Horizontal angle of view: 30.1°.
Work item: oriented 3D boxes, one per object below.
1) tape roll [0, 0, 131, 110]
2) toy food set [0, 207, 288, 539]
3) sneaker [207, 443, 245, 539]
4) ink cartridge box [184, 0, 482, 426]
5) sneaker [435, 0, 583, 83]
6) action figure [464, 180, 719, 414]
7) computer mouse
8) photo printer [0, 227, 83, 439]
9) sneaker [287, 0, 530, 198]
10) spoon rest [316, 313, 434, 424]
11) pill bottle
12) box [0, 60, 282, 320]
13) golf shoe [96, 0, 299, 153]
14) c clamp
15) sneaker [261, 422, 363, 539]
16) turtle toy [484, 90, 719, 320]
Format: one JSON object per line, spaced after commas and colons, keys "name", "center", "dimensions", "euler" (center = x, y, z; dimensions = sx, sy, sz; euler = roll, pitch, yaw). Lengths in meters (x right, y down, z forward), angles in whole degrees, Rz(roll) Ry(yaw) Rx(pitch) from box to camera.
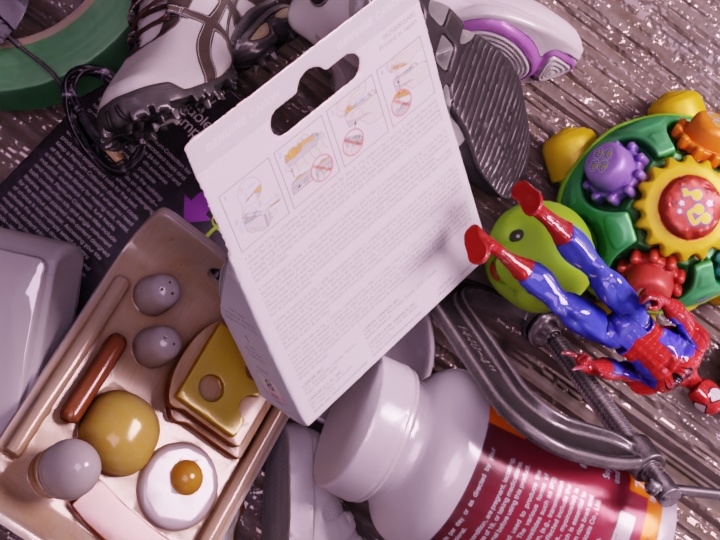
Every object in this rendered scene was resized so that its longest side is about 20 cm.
{"name": "tape roll", "center": [-0.213, -0.201, 0.819], "dimensions": [0.199, 0.048, 0.202], "euler": [0, 81, 2]}
{"name": "toy food set", "center": [-0.107, 0.084, 0.754], "dimensions": [0.143, 0.060, 0.200], "euler": [38, 64, -18]}
{"name": "sneaker", "center": [-0.115, 0.184, 0.826], "dimensions": [0.087, 0.076, 0.201], "euler": [-2, 79, 1]}
{"name": "ink cartridge box", "center": [-0.014, -0.038, 0.726], "dimensions": [0.162, 0.057, 0.201], "euler": [-41, 130, -23]}
{"name": "sneaker", "center": [0.054, -0.184, 0.844], "dimensions": [0.199, 0.075, 0.100], "euler": [20, 63, -15]}
{"name": "action figure", "center": [0.147, 0.029, 0.778], "dimensions": [0.200, 0.052, 0.065], "euler": [36, 107, -28]}
{"name": "computer mouse", "center": [-0.197, -0.129, 0.768], "dimensions": [0.200, 0.034, 0.059], "euler": [42, 84, 6]}
{"name": "photo printer", "center": [-0.273, 0.045, 0.789], "dimensions": [0.199, 0.069, 0.167], "euler": [13, 96, 10]}
{"name": "sneaker", "center": [0.032, -0.113, 0.813], "dimensions": [0.200, 0.088, 0.074], "euler": [45, 57, -41]}
{"name": "spoon rest", "center": [0.000, 0.000, 0.842], "dimensions": [0.099, 0.061, 0.201], "euler": [3, 87, -5]}
{"name": "pill bottle", "center": [0.079, 0.129, 0.803], "dimensions": [0.199, 0.113, 0.113], "euler": [26, 86, -15]}
{"name": "box", "center": [-0.141, -0.034, 0.835], "dimensions": [0.143, 0.036, 0.200], "euler": [43, 87, 6]}
{"name": "golf shoe", "center": [-0.107, -0.134, 0.752], "dimensions": [0.078, 0.200, 0.095], "euler": [-23, 106, 26]}
{"name": "c clamp", "center": [0.122, 0.070, 0.806], "dimensions": [0.170, 0.200, 0.027], "euler": [11, 120, -38]}
{"name": "sneaker", "center": [0.001, 0.192, 0.838], "dimensions": [0.115, 0.074, 0.201], "euler": [-3, 88, -16]}
{"name": "turtle toy", "center": [0.171, -0.028, 0.837], "dimensions": [0.199, 0.101, 0.146], "euler": [-19, 90, -5]}
